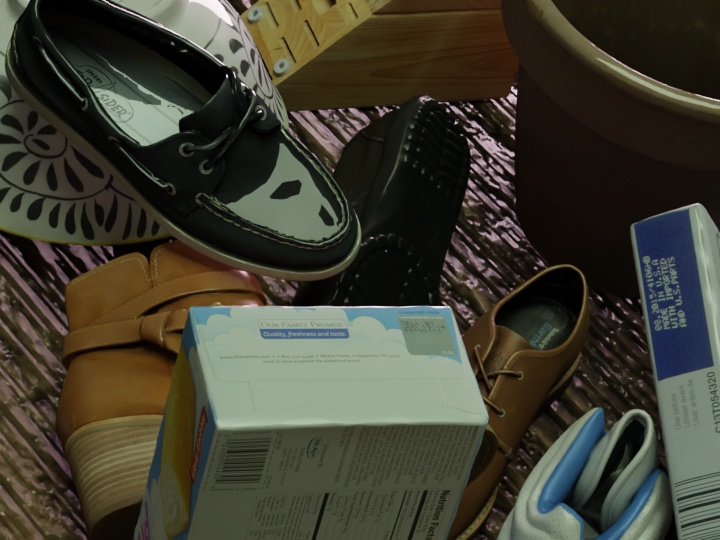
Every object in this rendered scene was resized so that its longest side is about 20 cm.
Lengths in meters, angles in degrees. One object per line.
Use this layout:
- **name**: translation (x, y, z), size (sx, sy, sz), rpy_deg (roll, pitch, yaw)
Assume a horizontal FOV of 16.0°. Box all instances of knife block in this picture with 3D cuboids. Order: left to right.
- **knife block**: translation (0.052, -0.133, 1.468), size (0.199, 0.176, 0.064), rpy_deg (-35, 49, 11)

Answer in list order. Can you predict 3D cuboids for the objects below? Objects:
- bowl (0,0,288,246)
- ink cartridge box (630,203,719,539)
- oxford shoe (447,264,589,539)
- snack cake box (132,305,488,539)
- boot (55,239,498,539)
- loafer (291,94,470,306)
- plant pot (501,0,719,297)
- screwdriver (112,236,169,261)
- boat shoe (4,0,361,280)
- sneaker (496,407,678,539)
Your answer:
- **bowl**: translation (-0.136, -0.111, 1.322), size (0.199, 0.095, 0.201), rpy_deg (1, 39, -1)
- **ink cartridge box**: translation (0.181, 0.100, 1.170), size (0.043, 0.200, 0.198), rpy_deg (-16, 58, 17)
- **oxford shoe**: translation (0.052, 0.065, 1.245), size (0.071, 0.071, 0.200), rpy_deg (30, 50, 9)
- **snack cake box**: translation (-0.029, 0.107, 1.080), size (0.114, 0.201, 0.067), rpy_deg (0, 45, -18)
- **boot**: translation (-0.044, 0.047, 1.197), size (0.198, 0.074, 0.155), rpy_deg (-7, 48, -7)
- **loafer**: translation (0.000, 0.000, 1.307), size (0.073, 0.071, 0.201), rpy_deg (49, 45, -28)
- **plant pot**: translation (0.154, -0.086, 1.356), size (0.199, 0.175, 0.201), rpy_deg (9, 44, -9)
- **screwdriver**: translation (-0.112, 0.027, 1.266), size (0.029, 0.028, 0.201), rpy_deg (-11, 45, 12)
- **boat shoe**: translation (-0.081, -0.071, 1.209), size (0.199, 0.066, 0.075), rpy_deg (39, 62, 11)
- **sneaker**: translation (0.131, 0.110, 1.168), size (0.080, 0.147, 0.200), rpy_deg (39, 47, 22)
